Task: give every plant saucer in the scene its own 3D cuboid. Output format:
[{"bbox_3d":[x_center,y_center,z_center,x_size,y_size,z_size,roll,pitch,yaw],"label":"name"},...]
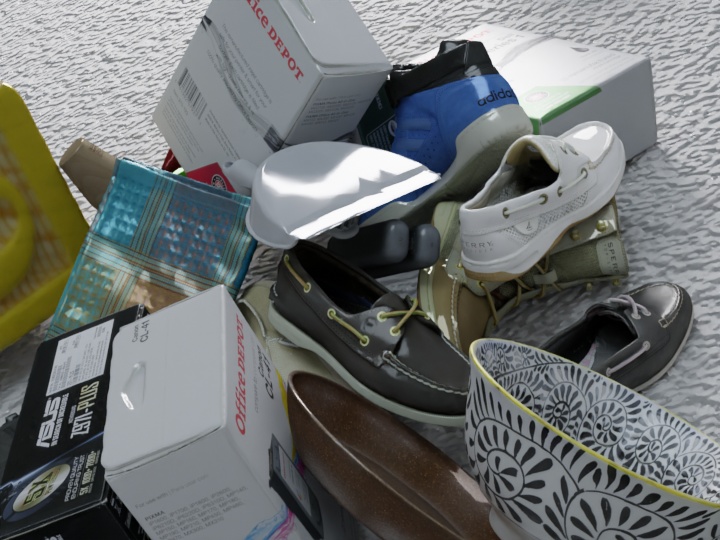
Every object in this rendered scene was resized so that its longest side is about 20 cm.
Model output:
[{"bbox_3d":[0.027,0.136,1.016,0.037,0.200,0.200,-53,36,6],"label":"plant saucer"}]

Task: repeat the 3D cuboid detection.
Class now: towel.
[{"bbox_3d":[-0.168,0.018,1.286,0.145,0.022,0.202,18,80,22],"label":"towel"}]

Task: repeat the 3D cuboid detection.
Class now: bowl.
[{"bbox_3d":[0.136,0.130,0.994,0.095,0.199,0.201,-64,34,13],"label":"bowl"}]

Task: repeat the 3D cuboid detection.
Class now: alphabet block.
[{"bbox_3d":[-0.368,-0.039,1.410,0.195,0.198,0.199,-39,27,-24],"label":"alphabet block"}]

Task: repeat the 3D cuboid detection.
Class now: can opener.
[{"bbox_3d":[0.000,0.000,1.262,0.052,0.067,0.200,6,-12,-25],"label":"can opener"}]

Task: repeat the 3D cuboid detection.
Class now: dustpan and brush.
[{"bbox_3d":[-0.049,-0.063,1.234,0.139,0.058,0.199,-25,39,-30],"label":"dustpan and brush"}]

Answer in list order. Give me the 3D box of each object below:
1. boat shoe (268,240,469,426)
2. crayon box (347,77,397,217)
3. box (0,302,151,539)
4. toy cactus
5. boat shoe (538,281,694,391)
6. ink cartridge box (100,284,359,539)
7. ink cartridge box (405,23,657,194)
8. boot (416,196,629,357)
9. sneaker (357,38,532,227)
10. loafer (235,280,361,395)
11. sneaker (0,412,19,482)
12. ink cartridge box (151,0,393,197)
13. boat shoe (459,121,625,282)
[{"bbox_3d":[0.011,0.042,1.145,0.200,0.061,0.071,29,33,35],"label":"boat shoe"},{"bbox_3d":[-0.039,-0.125,1.449,0.051,0.127,0.199,-37,37,-27],"label":"crayon box"},{"bbox_3d":[-0.152,0.151,1.072,0.085,0.165,0.201,-21,33,14],"label":"box"},{"bbox_3d":[-0.181,-0.050,1.386,0.102,0.165,0.201,-31,29,34],"label":"toy cactus"},{"bbox_3d":[0.165,0.059,1.143,0.200,0.057,0.066,-39,38,-27],"label":"boat shoe"},{"bbox_3d":[-0.074,0.135,1.024,0.085,0.201,0.148,-22,34,10],"label":"ink cartridge box"},{"bbox_3d":[0.132,-0.138,1.403,0.145,0.085,0.199,-30,34,-33],"label":"ink cartridge box"},{"bbox_3d":[0.126,0.006,1.232,0.153,0.073,0.201,-7,35,14],"label":"boot"},{"bbox_3d":[0.049,-0.108,1.327,0.076,0.112,0.200,-11,-22,-41],"label":"sneaker"},{"bbox_3d":[-0.058,0.073,1.224,0.068,0.076,0.200,-24,33,-17],"label":"loafer"},{"bbox_3d":[-0.290,0.143,1.255,0.198,0.071,0.099,12,43,31],"label":"sneaker"},{"bbox_3d":[-0.076,-0.148,1.348,0.083,0.201,0.146,-10,57,-41],"label":"ink cartridge box"},{"bbox_3d":[0.137,-0.069,1.210,0.070,0.070,0.200,5,34,36],"label":"boat shoe"}]
